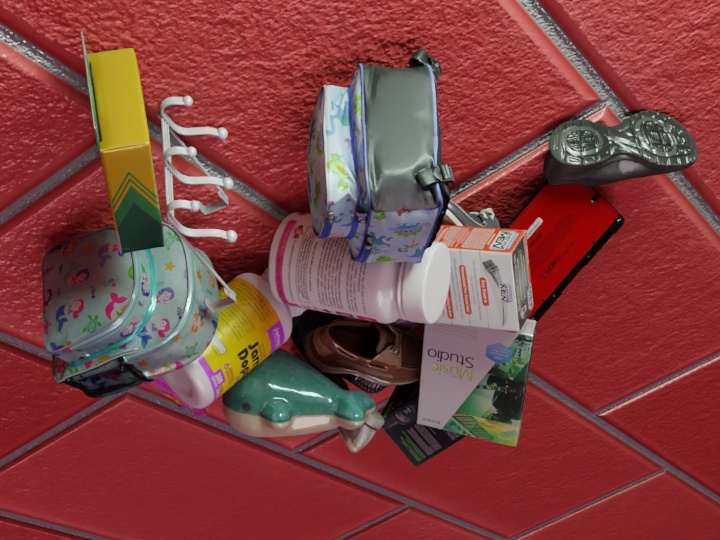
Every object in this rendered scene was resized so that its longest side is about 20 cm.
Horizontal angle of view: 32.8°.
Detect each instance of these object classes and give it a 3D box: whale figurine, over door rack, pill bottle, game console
[{"bbox_3d":[-0.081,0.155,1.578,0.197,0.106,0.159,4,-167,18],"label":"whale figurine"},{"bbox_3d":[-0.163,-0.073,1.324,0.066,0.150,0.201,-10,147,3],"label":"over door rack"},{"bbox_3d":[0.000,0.000,1.454,0.197,0.115,0.114,10,155,22],"label":"pill bottle"},{"bbox_3d":[-0.156,0.073,1.526,0.199,0.104,0.105,-39,158,-27],"label":"pill bottle"},{"bbox_3d":[0.243,-0.025,1.615,0.172,0.119,0.201,39,94,-20],"label":"game console"}]

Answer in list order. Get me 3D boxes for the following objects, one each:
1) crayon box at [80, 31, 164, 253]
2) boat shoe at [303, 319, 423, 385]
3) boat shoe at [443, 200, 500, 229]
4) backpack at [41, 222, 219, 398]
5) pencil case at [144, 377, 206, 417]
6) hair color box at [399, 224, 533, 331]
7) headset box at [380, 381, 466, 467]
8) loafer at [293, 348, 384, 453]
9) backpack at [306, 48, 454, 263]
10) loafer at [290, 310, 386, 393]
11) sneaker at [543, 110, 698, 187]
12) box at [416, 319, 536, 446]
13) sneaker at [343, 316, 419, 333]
[{"bbox_3d":[-0.236,-0.127,1.228,0.051,0.127,0.201,-10,147,-9],"label":"crayon box"},{"bbox_3d":[0.024,0.106,1.634,0.197,0.077,0.072,5,151,-27],"label":"boat shoe"},{"bbox_3d":[0.148,-0.052,1.586,0.200,0.072,0.063,41,75,-47],"label":"boat shoe"},{"bbox_3d":[-0.268,0.037,1.416,0.197,0.180,0.151,-15,151,13],"label":"backpack"},{"bbox_3d":[-0.261,0.122,1.633,0.087,0.089,0.200,-24,144,15],"label":"pencil case"},{"bbox_3d":[0.108,0.005,1.514,0.197,0.064,0.112,6,123,27],"label":"hair color box"},{"bbox_3d":[0.134,0.170,1.779,0.199,0.174,0.093,-37,99,31],"label":"headset box"},{"bbox_3d":[-0.046,0.178,1.703,0.072,0.200,0.063,30,96,-44],"label":"loafer"},{"bbox_3d":[0.015,-0.106,1.320,0.144,0.186,0.201,-2,154,-4],"label":"backpack"},{"bbox_3d":[-0.036,0.101,1.709,0.073,0.071,0.200,-43,125,6],"label":"loafer"},{"bbox_3d":[0.315,-0.142,1.500,0.197,0.077,0.091,0,155,-10],"label":"sneaker"},{"bbox_3d":[0.150,0.137,1.616,0.142,0.037,0.202,12,130,12],"label":"box"},{"bbox_3d":[0.081,0.044,1.676,0.198,0.074,0.114,-11,153,17],"label":"sneaker"}]
